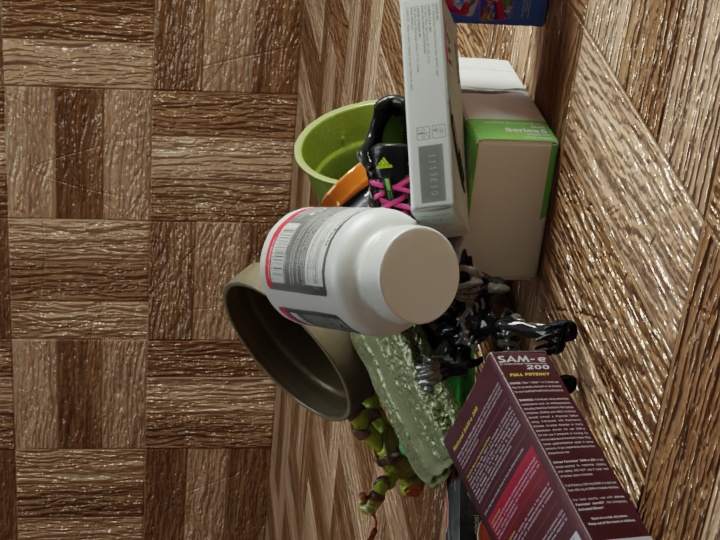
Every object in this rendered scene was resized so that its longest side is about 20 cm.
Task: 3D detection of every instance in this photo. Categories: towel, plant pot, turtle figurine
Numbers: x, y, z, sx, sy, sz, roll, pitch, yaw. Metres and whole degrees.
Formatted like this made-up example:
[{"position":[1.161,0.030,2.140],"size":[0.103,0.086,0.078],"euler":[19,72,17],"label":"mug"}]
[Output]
[{"position":[0.047,0.113,1.539],"size":[0.149,0.036,0.202],"euler":[116,134,-65],"label":"towel"},{"position":[-0.027,0.035,1.721],"size":[0.199,0.173,0.201],"euler":[38,156,20],"label":"plant pot"},{"position":[0.030,-0.075,1.858],"size":[0.201,0.197,0.192],"euler":[-102,3,-55],"label":"plant pot"},{"position":[0.027,0.209,1.782],"size":[0.064,0.162,0.200],"euler":[-26,14,40],"label":"turtle figurine"}]

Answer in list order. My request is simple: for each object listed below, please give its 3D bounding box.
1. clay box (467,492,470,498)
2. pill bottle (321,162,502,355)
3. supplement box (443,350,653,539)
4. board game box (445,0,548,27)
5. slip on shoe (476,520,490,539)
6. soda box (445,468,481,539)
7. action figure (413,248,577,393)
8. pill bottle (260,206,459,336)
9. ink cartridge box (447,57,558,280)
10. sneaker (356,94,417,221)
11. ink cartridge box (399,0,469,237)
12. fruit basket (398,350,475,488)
[{"position":[0.144,0.188,1.359],"size":[0.200,0.047,0.116],"euler":[-127,37,-59],"label":"clay box"},{"position":[0.048,-0.019,1.598],"size":[0.200,0.106,0.106],"euler":[49,163,7],"label":"pill bottle"},{"position":[0.143,0.172,1.210],"size":[0.201,0.060,0.110],"euler":[64,142,39],"label":"supplement box"},{"position":[0.115,-0.322,1.399],"size":[0.045,0.132,0.202],"euler":[-101,15,-51],"label":"board game box"},{"position":[0.143,0.272,1.395],"size":[0.201,0.073,0.062],"euler":[-95,12,-59],"label":"slip on shoe"},{"position":[0.121,0.247,1.547],"size":[0.071,0.062,0.203],"euler":[-177,88,-81],"label":"soda box"},{"position":[0.101,0.052,1.373],"size":[0.199,0.101,0.121],"euler":[24,108,50],"label":"action figure"},{"position":[0.000,0.000,1.368],"size":[0.199,0.109,0.112],"euler":[6,95,60],"label":"pill bottle"},{"position":[0.121,-0.103,1.507],"size":[0.201,0.083,0.147],"euler":[-106,19,-59],"label":"ink cartridge box"},{"position":[0.032,-0.081,1.475],"size":[0.088,0.073,0.203],"euler":[49,-139,-60],"label":"sneaker"},{"position":[0.075,-0.129,1.419],"size":[0.174,0.043,0.203],"euler":[43,-137,-72],"label":"ink cartridge box"},{"position":[0.078,0.139,1.744],"size":[0.200,0.092,0.188],"euler":[-157,66,-86],"label":"fruit basket"}]
